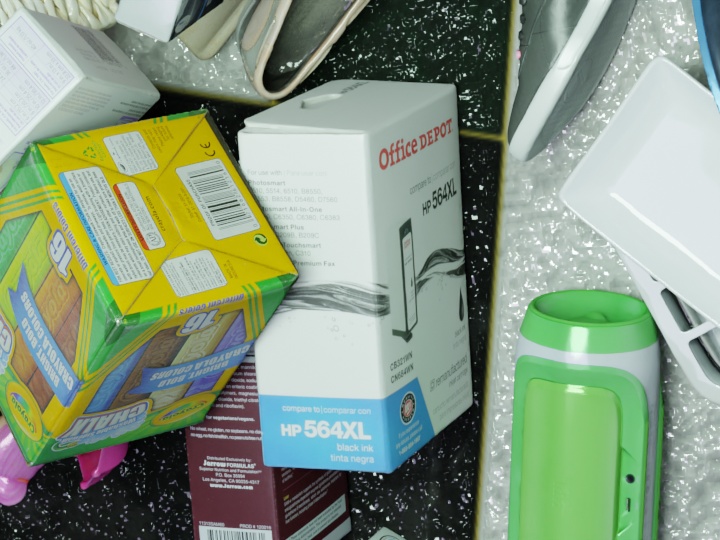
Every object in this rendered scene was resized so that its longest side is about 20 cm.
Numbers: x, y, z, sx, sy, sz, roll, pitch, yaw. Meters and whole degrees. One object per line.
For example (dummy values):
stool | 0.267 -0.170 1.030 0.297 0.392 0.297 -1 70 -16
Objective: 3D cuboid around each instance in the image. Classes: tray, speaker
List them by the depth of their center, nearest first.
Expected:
tray | 0.217 -0.022 1.653 0.200 0.022 0.108 39 115 9
speaker | 0.130 0.117 1.740 0.088 0.088 0.201 8 107 20

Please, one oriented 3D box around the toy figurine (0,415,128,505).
toy figurine | -0.228 0.070 1.842 0.184 0.150 0.200 44 82 -6

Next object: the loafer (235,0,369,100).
loafer | -0.006 -0.182 1.715 0.072 0.063 0.200 25 118 -19

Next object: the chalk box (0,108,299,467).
chalk box | -0.145 0.022 1.685 0.125 0.124 0.200 60 141 22

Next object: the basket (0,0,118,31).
basket | -0.282 -0.179 1.761 0.200 0.161 0.199 -24 95 44

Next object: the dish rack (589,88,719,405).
dish rack | 0.246 -0.033 1.674 0.200 0.044 0.172 -28 92 26

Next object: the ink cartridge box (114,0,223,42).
ink cartridge box | -0.074 -0.229 1.623 0.039 0.099 0.201 23 114 9

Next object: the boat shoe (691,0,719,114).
boat shoe | 0.218 -0.144 1.601 0.068 0.084 0.201 -18 73 25

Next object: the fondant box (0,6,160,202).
fondant box | -0.218 -0.054 1.676 0.200 0.144 0.058 -45 80 8

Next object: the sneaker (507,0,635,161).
sneaker | 0.103 -0.167 1.685 0.099 0.071 0.201 27 107 16

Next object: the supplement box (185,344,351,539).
supplement box | -0.059 0.077 1.794 0.061 0.109 0.201 2 104 23

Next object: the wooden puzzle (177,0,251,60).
wooden puzzle | -0.115 -0.251 1.761 0.200 0.046 0.185 44 116 6

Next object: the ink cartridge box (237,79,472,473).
ink cartridge box | 0.000 0.000 1.727 0.084 0.146 0.201 3 106 23

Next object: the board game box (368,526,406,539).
board game box | 0.062 0.243 1.766 0.200 0.151 0.047 30 113 12
